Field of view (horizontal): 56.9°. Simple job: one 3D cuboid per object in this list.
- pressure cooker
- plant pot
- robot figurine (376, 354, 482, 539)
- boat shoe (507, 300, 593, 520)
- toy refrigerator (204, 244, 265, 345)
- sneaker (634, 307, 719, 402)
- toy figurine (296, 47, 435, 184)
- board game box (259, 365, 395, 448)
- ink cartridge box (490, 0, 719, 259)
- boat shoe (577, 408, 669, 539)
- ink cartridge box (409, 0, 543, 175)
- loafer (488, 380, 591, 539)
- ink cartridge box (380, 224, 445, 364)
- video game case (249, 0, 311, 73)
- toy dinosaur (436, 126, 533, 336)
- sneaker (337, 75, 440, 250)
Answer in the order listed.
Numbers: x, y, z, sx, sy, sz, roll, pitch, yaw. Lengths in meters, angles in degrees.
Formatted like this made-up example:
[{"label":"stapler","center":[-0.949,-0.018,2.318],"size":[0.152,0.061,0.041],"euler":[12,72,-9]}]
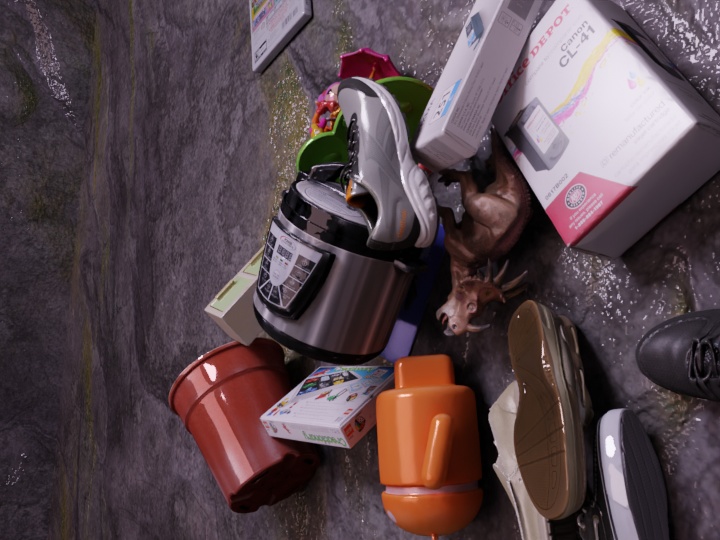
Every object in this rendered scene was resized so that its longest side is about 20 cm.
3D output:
[{"label":"pressure cooker","center":[-0.022,-0.019,0.760],"size":[0.179,0.173,0.203],"euler":[-99,28,-69]},{"label":"plant pot","center":[-0.167,0.245,1.019],"size":[0.196,0.199,0.202],"euler":[56,129,32]},{"label":"robot figurine","center":[0.075,0.197,0.730],"size":[0.143,0.115,0.204],"euler":[-20,70,51]},{"label":"boat shoe","center":[0.179,0.121,0.598],"size":[0.072,0.064,0.202],"euler":[127,153,-46]},{"label":"toy refrigerator","center":[-0.138,0.010,1.004],"size":[0.201,0.070,0.076],"euler":[-50,28,-17]},{"label":"sneaker","center":[0.284,0.064,0.484],"size":[0.199,0.081,0.075],"euler":[-4,83,56]},{"label":"toy figurine","center":[-0.002,-0.211,0.874],"size":[0.197,0.151,0.185],"euler":[-23,42,5]},{"label":"board game box","center":[-0.036,0.176,0.884],"size":[0.199,0.126,0.035],"euler":[-12,110,53]},{"label":"ink cartridge box","center":[0.215,-0.135,0.607],"size":[0.148,0.085,0.202],"euler":[-52,46,36]},{"label":"boat shoe","center":[0.217,0.222,0.562],"size":[0.070,0.071,0.204],"euler":[-18,73,47]},{"label":"ink cartridge box","center":[0.105,-0.198,0.701],"size":[0.202,0.044,0.176],"euler":[-65,14,-11]},{"label":"loafer","center":[0.170,0.204,0.637],"size":[0.068,0.075,0.203],"euler":[-38,46,47]},{"label":"ink cartridge box","center":[0.000,0.000,0.875],"size":[0.198,0.047,0.201],"euler":[28,109,34]},{"label":"video game case","center":[-0.153,-0.499,1.237],"size":[0.199,0.022,0.185],"euler":[-26,65,51]},{"label":"toy dinosaur","center":[0.136,-0.040,0.691],"size":[0.136,0.085,0.202],"euler":[56,137,41]},{"label":"sneaker","center":[0.011,-0.111,0.664],"size":[0.074,0.078,0.203],"euler":[110,143,-62]}]
